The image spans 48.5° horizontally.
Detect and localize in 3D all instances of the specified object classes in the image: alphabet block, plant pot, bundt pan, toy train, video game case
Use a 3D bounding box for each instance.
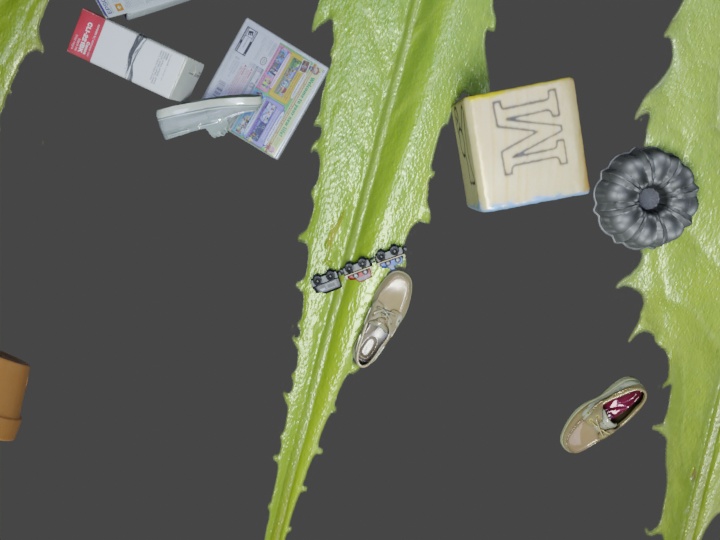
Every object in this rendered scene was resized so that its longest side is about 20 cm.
[{"bbox_3d":[0.282,-0.224,1.442,0.195,0.195,0.201,-11,98,-1],"label":"alphabet block"},{"bbox_3d":[-0.720,0.218,1.506,0.199,0.200,0.141,23,80,-3],"label":"plant pot"},{"bbox_3d":[0.548,-0.135,1.511,0.200,0.076,0.203,0,97,-1],"label":"bundt pan"},{"bbox_3d":[0.000,0.000,1.547,0.199,0.034,0.046,-21,100,3],"label":"toy train"},{"bbox_3d":[-0.185,-0.342,1.513,0.181,0.022,0.201,31,95,-3],"label":"video game case"}]

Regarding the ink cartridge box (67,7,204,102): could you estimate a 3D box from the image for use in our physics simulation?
[{"bbox_3d":[-0.401,-0.384,1.446,0.199,0.144,0.084,24,98,-2],"label":"ink cartridge box"}]

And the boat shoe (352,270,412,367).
[{"bbox_3d":[0.043,0.096,1.543,0.072,0.065,0.201,27,96,-3],"label":"boat shoe"}]

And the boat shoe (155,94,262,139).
[{"bbox_3d":[-0.275,-0.282,1.480,0.199,0.070,0.072,-9,107,5],"label":"boat shoe"}]

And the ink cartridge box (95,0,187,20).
[{"bbox_3d":[-0.421,-0.554,1.423,0.200,0.041,0.201,-31,97,-36],"label":"ink cartridge box"}]

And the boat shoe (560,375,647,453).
[{"bbox_3d":[0.476,0.287,1.565,0.074,0.066,0.200,44,95,-5],"label":"boat shoe"}]
